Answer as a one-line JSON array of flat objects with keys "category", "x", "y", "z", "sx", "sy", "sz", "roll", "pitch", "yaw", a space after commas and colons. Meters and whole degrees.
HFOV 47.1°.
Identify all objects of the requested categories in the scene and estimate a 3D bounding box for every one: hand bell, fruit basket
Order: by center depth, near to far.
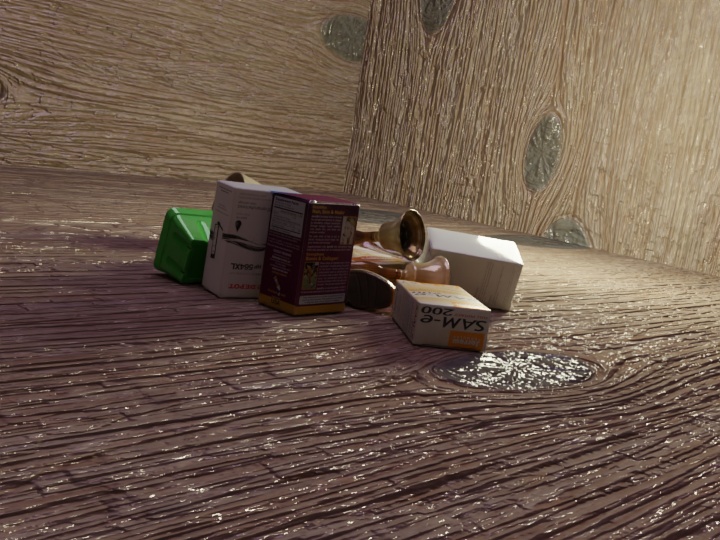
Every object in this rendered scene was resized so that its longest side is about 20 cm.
[{"category": "fruit basket", "x": -0.306, "y": -0.053, "z": 1.620, "sx": 0.215, "sy": 0.156, "sz": 0.216, "roll": 17, "pitch": 23, "yaw": -7}, {"category": "hand bell", "x": 0.065, "y": 0.005, "z": 1.625, "sx": 0.199, "sy": 0.104, "sz": 0.104, "roll": 11, "pitch": 8, "yaw": -23}, {"category": "hand bell", "x": 0.025, "y": -0.073, "z": 1.743, "sx": 0.199, "sy": 0.105, "sz": 0.104, "roll": 0, "pitch": 3, "yaw": 35}]

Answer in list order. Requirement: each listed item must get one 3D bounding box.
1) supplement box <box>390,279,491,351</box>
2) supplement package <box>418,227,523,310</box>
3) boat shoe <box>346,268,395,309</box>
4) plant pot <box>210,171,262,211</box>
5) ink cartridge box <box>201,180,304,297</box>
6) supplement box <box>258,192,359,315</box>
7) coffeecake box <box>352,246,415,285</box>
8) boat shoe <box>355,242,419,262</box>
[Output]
[{"category": "supplement box", "x": 0.134, "y": 0.073, "z": 1.426, "sx": 0.126, "sy": 0.074, "sz": 0.200, "roll": 6, "pitch": 10, "yaw": -11}, {"category": "supplement package", "x": 0.230, "y": -0.005, "z": 1.770, "sx": 0.199, "sy": 0.117, "sz": 0.117, "roll": 10, "pitch": 27, "yaw": -5}, {"category": "boat shoe", "x": -0.015, "y": 0.032, "z": 1.583, "sx": 0.199, "sy": 0.072, "sz": 0.076, "roll": 14, "pitch": -5, "yaw": 24}, {"category": "plant pot", "x": -0.240, "y": -0.120, "z": 2.013, "sx": 0.200, "sy": 0.188, "sz": 0.187, "roll": 18, "pitch": 3, "yaw": -31}, {"category": "ink cartridge box", "x": -0.195, "y": -0.054, "z": 1.506, "sx": 0.146, "sy": 0.201, "sz": 0.084, "roll": 2, "pitch": 14, "yaw": -35}, {"category": "supplement box", "x": -0.091, "y": -0.031, "z": 1.456, "sx": 0.103, "sy": 0.201, "sz": 0.131, "roll": 17, "pitch": 11, "yaw": 41}, {"category": "coffeecake box", "x": 0.000, "y": 0.000, "z": 1.753, "sx": 0.153, "sy": 0.073, "sz": 0.200, "roll": -1, "pitch": 13, "yaw": -43}, {"category": "boat shoe", "x": 0.061, "y": -0.008, "z": 1.878, "sx": 0.200, "sy": 0.076, "sz": 0.072, "roll": 26, "pitch": 42, "yaw": 23}]
